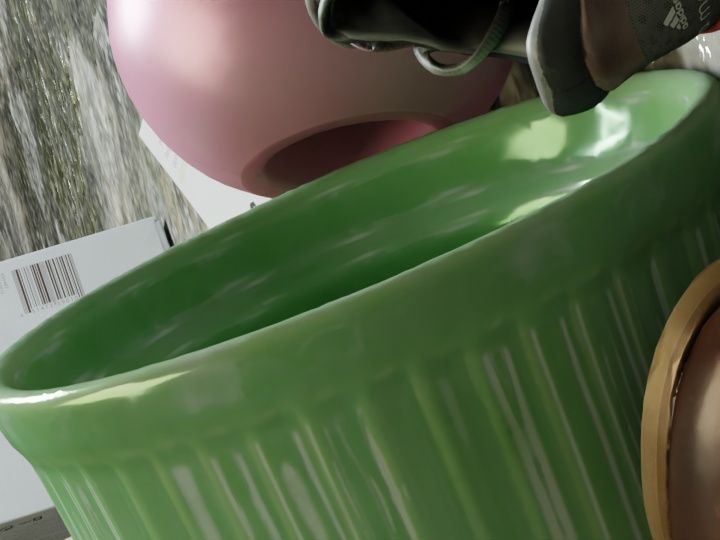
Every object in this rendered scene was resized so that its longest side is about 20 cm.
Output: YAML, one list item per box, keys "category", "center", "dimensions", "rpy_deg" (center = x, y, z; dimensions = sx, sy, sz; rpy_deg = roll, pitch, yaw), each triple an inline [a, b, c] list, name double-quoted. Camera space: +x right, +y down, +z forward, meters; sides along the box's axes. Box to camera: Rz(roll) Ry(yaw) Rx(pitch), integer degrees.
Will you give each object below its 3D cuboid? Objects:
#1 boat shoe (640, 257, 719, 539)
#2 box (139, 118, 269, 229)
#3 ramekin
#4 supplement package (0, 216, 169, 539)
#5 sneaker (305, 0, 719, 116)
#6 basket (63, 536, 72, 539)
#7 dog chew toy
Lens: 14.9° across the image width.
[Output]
- category: "boat shoe"
  center: [0.114, 0.087, 0.617]
  dimensions: [0.070, 0.070, 0.201]
  rpy_deg: [48, 159, 53]
- category: "box"
  center: [0.000, 0.000, 0.929]
  dimensions: [0.200, 0.036, 0.144]
  rpy_deg: [51, 164, 8]
- category: "ramekin"
  center: [0.014, 0.033, 0.694]
  dimensions: [0.098, 0.199, 0.200]
  rpy_deg: [67, 168, -10]
- category: "supplement package"
  center: [-0.172, 0.088, 1.639]
  dimensions: [0.200, 0.151, 0.151]
  rpy_deg: [109, 143, -69]
- category: "sneaker"
  center: [0.007, -0.097, 0.676]
  dimensions: [0.200, 0.082, 0.077]
  rpy_deg: [32, 157, 44]
- category: "basket"
  center: [-0.029, 0.183, 0.972]
  dimensions: [0.199, 0.199, 0.161]
  rpy_deg: [57, -175, -40]
- category: "dog chew toy"
  center: [-0.023, -0.126, 0.822]
  dimensions: [0.125, 0.124, 0.201]
  rpy_deg: [112, 147, -70]
